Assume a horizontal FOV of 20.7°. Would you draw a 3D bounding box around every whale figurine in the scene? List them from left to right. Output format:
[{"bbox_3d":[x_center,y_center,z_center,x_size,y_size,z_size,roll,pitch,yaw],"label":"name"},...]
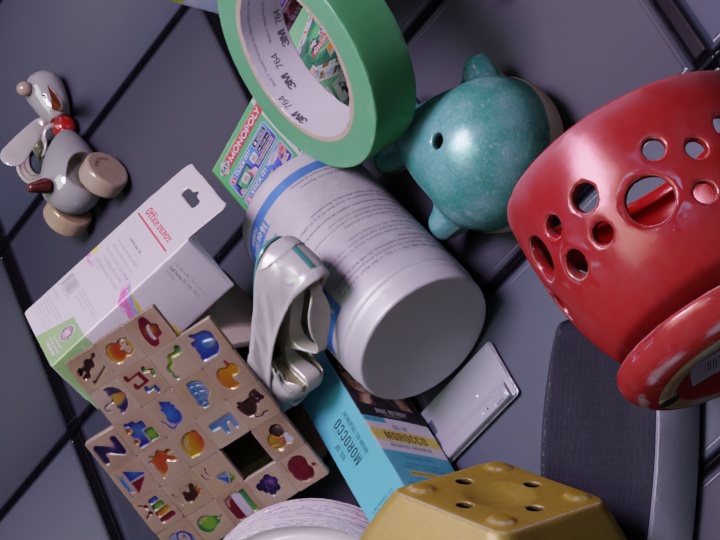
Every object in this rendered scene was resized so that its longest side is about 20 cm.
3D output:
[{"bbox_3d":[0.073,-0.105,1.631,0.200,0.104,0.160,19,98,46],"label":"whale figurine"}]

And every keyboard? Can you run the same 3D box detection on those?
[{"bbox_3d":[0.061,0.145,1.674,0.200,0.011,0.056,-49,47,29],"label":"keyboard"}]

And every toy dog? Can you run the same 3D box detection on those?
[{"bbox_3d":[-0.327,-0.125,2.049,0.200,0.096,0.132,41,112,41],"label":"toy dog"}]

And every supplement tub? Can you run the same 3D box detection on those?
[{"bbox_3d":[0.000,0.000,1.671,0.200,0.132,0.132,47,117,40],"label":"supplement tub"}]

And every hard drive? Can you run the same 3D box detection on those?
[{"bbox_3d":[0.195,0.134,1.512,0.135,0.042,0.201,-3,82,45],"label":"hard drive"}]

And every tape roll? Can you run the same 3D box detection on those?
[{"bbox_3d":[-0.038,-0.183,1.625,0.200,0.048,0.201,40,149,30],"label":"tape roll"}]

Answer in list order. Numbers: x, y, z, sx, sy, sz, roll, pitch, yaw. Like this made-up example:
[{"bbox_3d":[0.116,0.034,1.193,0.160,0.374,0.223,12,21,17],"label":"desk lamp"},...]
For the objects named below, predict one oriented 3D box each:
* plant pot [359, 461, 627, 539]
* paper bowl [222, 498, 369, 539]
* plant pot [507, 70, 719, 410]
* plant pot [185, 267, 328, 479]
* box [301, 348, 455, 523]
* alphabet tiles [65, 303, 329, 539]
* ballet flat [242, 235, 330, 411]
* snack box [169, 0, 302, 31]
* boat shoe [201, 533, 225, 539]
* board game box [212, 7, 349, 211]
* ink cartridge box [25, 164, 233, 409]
[{"bbox_3d":[0.097,0.256,1.455,0.195,0.194,0.201,15,108,46],"label":"plant pot"},{"bbox_3d":[-0.041,0.297,1.613,0.200,0.104,0.202,2,105,6],"label":"paper bowl"},{"bbox_3d":[0.229,-0.012,1.398,0.200,0.200,0.183,-42,64,33],"label":"plant pot"},{"bbox_3d":[-0.142,0.091,1.777,0.201,0.200,0.184,-59,37,21],"label":"plant pot"},{"bbox_3d":[0.024,0.154,1.644,0.049,0.082,0.200,-54,45,23],"label":"box"},{"bbox_3d":[-0.148,0.130,1.637,0.167,0.008,0.200,-32,102,22],"label":"alphabet tiles"},{"bbox_3d":[-0.058,0.063,1.616,0.069,0.069,0.201,48,144,39],"label":"ballet flat"},{"bbox_3d":[-0.107,-0.317,1.781,0.068,0.199,0.169,46,116,40],"label":"snack box"},{"bbox_3d":[-0.079,0.267,1.711,0.200,0.073,0.063,34,130,9],"label":"boat shoe"},{"bbox_3d":[-0.052,-0.134,1.818,0.135,0.029,0.200,50,118,39],"label":"board game box"},{"bbox_3d":[-0.186,0.011,1.702,0.200,0.067,0.117,-42,31,0],"label":"ink cartridge box"}]
